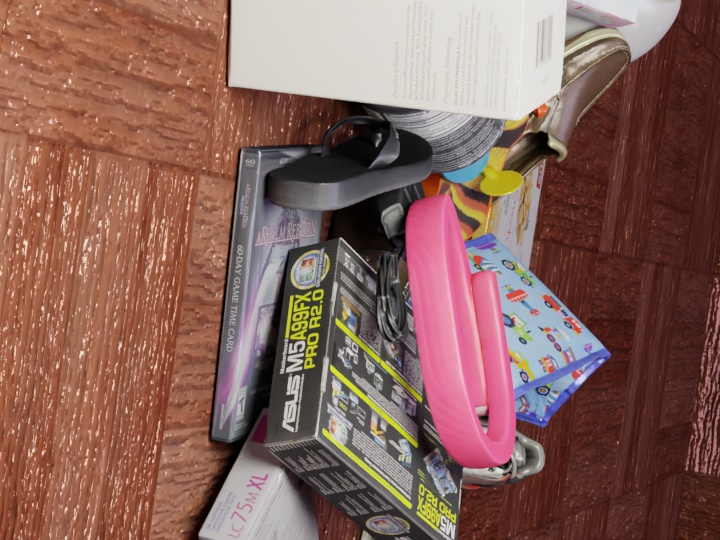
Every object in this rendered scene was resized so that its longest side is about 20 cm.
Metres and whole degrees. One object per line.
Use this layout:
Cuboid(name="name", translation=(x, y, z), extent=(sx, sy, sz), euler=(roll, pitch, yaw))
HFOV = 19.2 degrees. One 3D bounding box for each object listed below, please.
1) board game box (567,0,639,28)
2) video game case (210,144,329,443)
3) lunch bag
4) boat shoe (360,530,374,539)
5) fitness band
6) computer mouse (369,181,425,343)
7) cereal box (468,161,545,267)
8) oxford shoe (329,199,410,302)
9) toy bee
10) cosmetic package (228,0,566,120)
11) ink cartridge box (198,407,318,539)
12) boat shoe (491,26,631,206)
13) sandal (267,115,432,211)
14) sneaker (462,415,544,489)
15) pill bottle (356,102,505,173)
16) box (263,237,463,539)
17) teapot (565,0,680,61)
Cuboid(name="board game box", translation=(0.159, -0.327, 1.793), extent=(0.043, 0.199, 0.200), euler=(-3, -106, 62))
Cuboid(name="video game case", translation=(-0.062, 0.012, 1.499), extent=(0.143, 0.019, 0.200), euler=(-13, 111, -71))
Cuboid(name="lunch bag", translation=(0.096, 0.052, 1.741), extent=(0.094, 0.151, 0.200), euler=(-49, 162, 17))
Cuboid(name="boat shoe", translation=(0.019, 0.271, 1.821), extent=(0.062, 0.072, 0.200), euler=(25, 69, -46))
Cuboid(name="fitness band", translation=(0.070, 0.044, 1.536), extent=(0.144, 0.037, 0.200), euler=(25, 54, -69))
Cuboid(name="computer mouse", translation=(0.020, -0.013, 1.523), extent=(0.200, 0.034, 0.059), euler=(-80, 151, -57))
Cuboid(name="cereal box", translation=(0.135, -0.074, 2.041), extent=(0.200, 0.039, 0.144), euler=(22, 77, -72))
Cuboid(name="oxford shoe", translation=(0.000, 0.000, 1.605), extent=(0.084, 0.073, 0.200), euler=(18, 78, -64))
Cuboid(name="toy bee", translation=(0.103, -0.109, 1.779), extent=(0.200, 0.109, 0.131), euler=(111, -34, -44))
Cuboid(name="cosmetic package", translation=(0.024, -0.157, 1.388), extent=(0.108, 0.200, 0.085), euler=(-35, 130, -63))
Cuboid(name="ink cartridge box", translation=(-0.068, 0.206, 1.514), extent=(0.200, 0.042, 0.119), euler=(83, 26, -46))
Cuboid(name="boat shoe", translation=(0.162, -0.125, 1.857), extent=(0.202, 0.075, 0.075), euler=(-40, 146, 8))
Cuboid(name="sandal", translation=(0.000, -0.081, 1.496), extent=(0.200, 0.076, 0.043), euler=(-33, 128, -67))
Cuboid(name="sneaker", translation=(0.086, 0.136, 1.681), extent=(0.200, 0.082, 0.077), euler=(8, 83, -61))
Cuboid(name="pill bottle", translation=(0.043, -0.153, 1.606), extent=(0.200, 0.106, 0.106), euler=(49, 51, -68))
Cuboid(name="box", translation=(0.009, 0.095, 1.515), extent=(0.200, 0.044, 0.160), euler=(44, 43, -46))
Cuboid(name="teapot", translation=(0.183, -0.246, 1.945), extent=(0.200, 0.146, 0.198), euler=(20, 33, -36))
